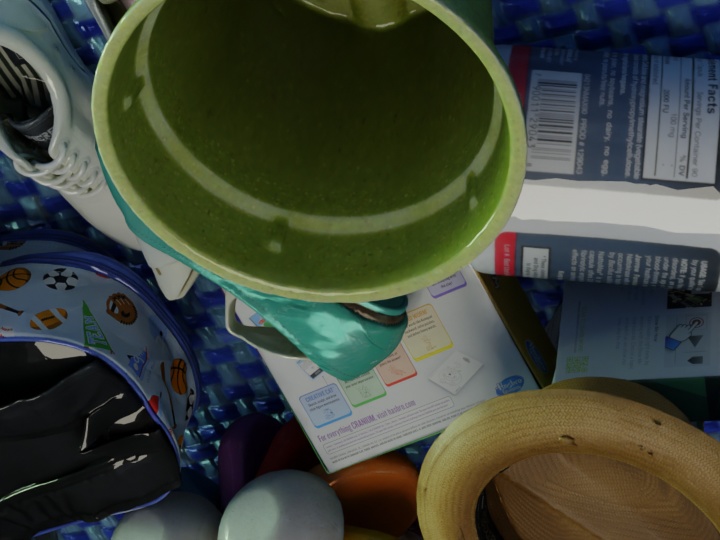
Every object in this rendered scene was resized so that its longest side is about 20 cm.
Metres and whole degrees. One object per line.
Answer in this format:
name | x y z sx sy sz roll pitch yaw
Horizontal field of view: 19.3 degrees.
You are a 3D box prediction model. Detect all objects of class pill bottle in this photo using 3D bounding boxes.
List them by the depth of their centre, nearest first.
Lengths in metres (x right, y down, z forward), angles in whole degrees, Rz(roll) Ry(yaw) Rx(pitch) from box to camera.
pill bottle | 0.158 -0.050 1.091 0.198 0.120 0.120 5 133 6

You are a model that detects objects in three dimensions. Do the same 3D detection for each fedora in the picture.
fedora | 0.129 0.117 1.079 0.199 0.082 0.202 9 130 11

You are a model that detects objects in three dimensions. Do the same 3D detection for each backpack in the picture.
backpack | -0.190 0.070 1.251 0.189 0.155 0.201 -6 138 27

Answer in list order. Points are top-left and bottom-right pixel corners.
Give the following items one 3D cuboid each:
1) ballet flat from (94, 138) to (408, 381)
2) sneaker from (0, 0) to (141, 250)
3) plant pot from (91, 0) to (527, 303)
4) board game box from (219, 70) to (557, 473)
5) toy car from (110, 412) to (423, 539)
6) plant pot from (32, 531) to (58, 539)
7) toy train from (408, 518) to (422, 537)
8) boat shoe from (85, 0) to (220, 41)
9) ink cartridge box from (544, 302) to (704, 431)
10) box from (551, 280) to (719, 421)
ballet flat | -0.070 -0.002 1.138 0.199 0.067 0.071 32 113 3
sneaker | -0.168 -0.074 1.166 0.073 0.071 0.200 -20 126 26
plant pot | -0.012 -0.120 1.016 0.198 0.185 0.202 5 133 6
board game box | 0.000 0.000 1.178 0.152 0.040 0.201 -22 105 28
toy car | -0.049 0.157 1.302 0.199 0.151 0.175 -14 149 30
plant pot | -0.305 0.207 1.398 0.199 0.188 0.188 -31 122 17
toy train | 0.106 0.218 1.352 0.198 0.116 0.085 -5 132 15
boat shoe | -0.102 -0.131 1.088 0.074 0.065 0.203 -14 112 23
ink cartridge box | 0.122 0.119 1.236 0.082 0.147 0.201 21 132 -8
box | 0.206 0.018 1.128 0.198 0.145 0.037 -4 131 15
